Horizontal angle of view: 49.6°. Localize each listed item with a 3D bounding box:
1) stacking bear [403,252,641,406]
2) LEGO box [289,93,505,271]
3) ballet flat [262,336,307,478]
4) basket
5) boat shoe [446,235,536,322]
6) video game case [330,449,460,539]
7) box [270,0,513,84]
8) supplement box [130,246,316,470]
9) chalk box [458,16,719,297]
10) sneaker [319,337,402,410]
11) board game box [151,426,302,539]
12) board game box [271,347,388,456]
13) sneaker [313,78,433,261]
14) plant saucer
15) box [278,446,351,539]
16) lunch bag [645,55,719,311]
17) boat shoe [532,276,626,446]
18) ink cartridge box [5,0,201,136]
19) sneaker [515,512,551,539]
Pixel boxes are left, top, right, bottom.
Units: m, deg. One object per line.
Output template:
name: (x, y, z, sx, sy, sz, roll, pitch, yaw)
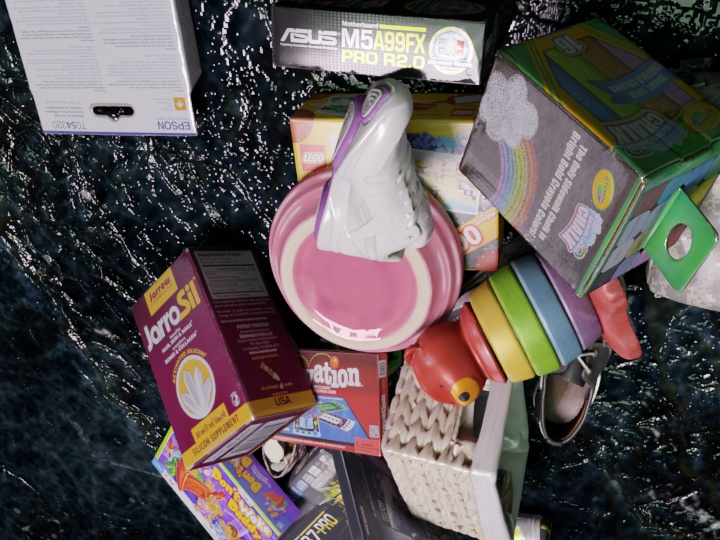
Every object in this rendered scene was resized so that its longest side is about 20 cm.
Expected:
stacking bear: (0.138, 0.057, 0.723, 0.197, 0.115, 0.122, -28, 133, 7)
LEGO box: (0.042, -0.088, 0.761, 0.195, 0.078, 0.152, 3, 120, 17)
ballet flat: (-0.099, 0.174, 0.962, 0.067, 0.072, 0.204, 6, 120, 9)
basket: (0.107, 0.188, 0.830, 0.120, 0.138, 0.202, 5, 145, 21)
boat shoe: (0.134, 0.033, 0.812, 0.067, 0.057, 0.199, 45, 122, -10)
video game case: (0.050, 0.281, 0.890, 0.019, 0.144, 0.199, -43, 126, 17)
box: (0.035, -0.202, 0.625, 0.156, 0.201, 0.045, 9, 120, 14)
supplement box: (-0.154, 0.093, 0.863, 0.130, 0.102, 0.203, -40, 66, 33)
chalk box: (0.192, -0.077, 0.596, 0.201, 0.122, 0.126, 50, 148, 27)
sneaker: (0.007, 0.119, 0.877, 0.084, 0.078, 0.204, 15, 126, 40)
board game box: (-0.180, 0.283, 1.024, 0.200, 0.045, 0.135, 46, 131, 12)
board game box: (-0.053, 0.139, 0.860, 0.197, 0.019, 0.106, -2, 88, 39)
sneaker: (0.023, -0.072, 0.611, 0.097, 0.076, 0.201, 19, 151, -2)
plant saucer: (0.000, 0.000, 0.750, 0.195, 0.051, 0.205, 8, 122, 13)
box: (-0.028, 0.314, 1.029, 0.160, 0.049, 0.201, 35, 124, -6)
lunch bag: (0.324, -0.066, 0.642, 0.163, 0.140, 0.204, 2, 119, 17)
boat shoe: (0.228, 0.089, 0.807, 0.070, 0.068, 0.204, 16, 118, 9)
ink cartridge box: (-0.263, -0.242, 0.799, 0.191, 0.044, 0.204, 4, 122, 15)
sneaker: (0.192, 0.389, 0.994, 0.075, 0.075, 0.205, 13, 112, 19)
